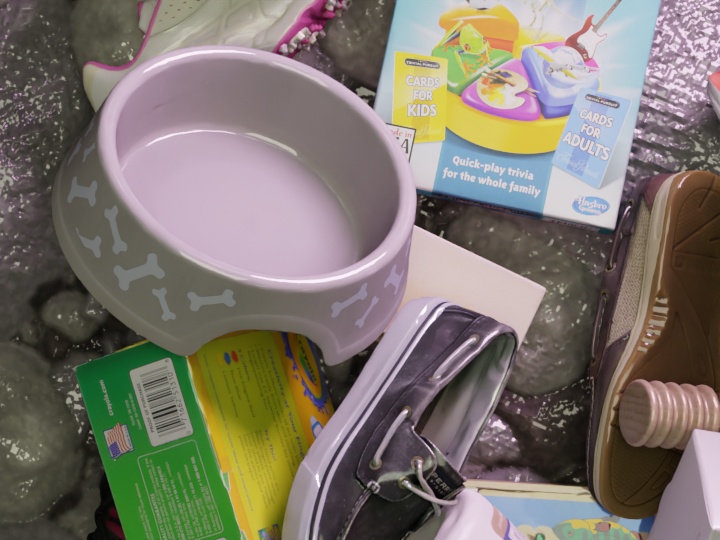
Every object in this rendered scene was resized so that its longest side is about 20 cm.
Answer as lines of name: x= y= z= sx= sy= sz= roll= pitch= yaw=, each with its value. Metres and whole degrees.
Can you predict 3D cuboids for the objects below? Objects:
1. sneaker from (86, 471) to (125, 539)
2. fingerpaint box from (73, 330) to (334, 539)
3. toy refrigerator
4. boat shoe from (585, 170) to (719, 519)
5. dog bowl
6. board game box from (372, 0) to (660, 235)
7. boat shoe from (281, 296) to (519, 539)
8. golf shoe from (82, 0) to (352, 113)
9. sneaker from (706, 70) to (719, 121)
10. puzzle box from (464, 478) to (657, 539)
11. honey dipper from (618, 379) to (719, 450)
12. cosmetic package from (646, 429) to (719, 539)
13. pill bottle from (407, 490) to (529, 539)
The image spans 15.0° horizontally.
sneaker: x=-0.128 y=0.144 z=1.547 sx=0.084 sy=0.077 sz=0.201 roll=-19 pitch=73 yaw=21
fingerpaint box: x=-0.064 y=0.130 z=1.498 sx=0.073 sy=0.167 sz=0.201 roll=-19 pitch=87 yaw=23
toy refrigerator: x=0.000 y=0.000 z=1.555 sx=0.199 sy=0.076 sz=0.070 roll=26 pitch=88 yaw=1
boat shoe: x=0.166 y=0.041 z=1.559 sx=0.073 sy=0.065 sz=0.201 roll=18 pitch=86 yaw=-28
dog bowl: x=-0.061 y=-0.039 z=1.453 sx=0.199 sy=0.059 sz=0.201 roll=12 pitch=45 yaw=-12
board game box: x=0.092 y=-0.134 z=1.575 sx=0.150 sy=0.047 sz=0.201 roll=11 pitch=88 yaw=1
boat shoe: x=0.022 y=0.100 z=1.445 sx=0.071 sy=0.072 sz=0.201 roll=8 pitch=63 yaw=37
golf shoe: x=-0.075 y=-0.144 z=1.565 sx=0.200 sy=0.075 sz=0.092 roll=-45 pitch=84 yaw=-3
sneaker: x=0.288 y=-0.060 z=1.546 sx=0.200 sy=0.077 sz=0.082 roll=45 pitch=108 yaw=2
puzzle box: x=0.117 y=0.189 z=1.570 sx=0.199 sy=0.025 sz=0.134 roll=3 pitch=88 yaw=0
honey dipper: x=0.239 y=0.088 z=1.540 sx=0.199 sy=0.038 sz=0.038 roll=7 pitch=87 yaw=-25
cosmetic package: x=0.265 y=0.164 z=1.506 sx=0.199 sy=0.085 sz=0.108 roll=7 pitch=128 yaw=-10
pill bottle: x=0.091 y=0.223 z=1.465 sx=0.200 sy=0.111 sz=0.111 roll=45 pitch=88 yaw=-8
